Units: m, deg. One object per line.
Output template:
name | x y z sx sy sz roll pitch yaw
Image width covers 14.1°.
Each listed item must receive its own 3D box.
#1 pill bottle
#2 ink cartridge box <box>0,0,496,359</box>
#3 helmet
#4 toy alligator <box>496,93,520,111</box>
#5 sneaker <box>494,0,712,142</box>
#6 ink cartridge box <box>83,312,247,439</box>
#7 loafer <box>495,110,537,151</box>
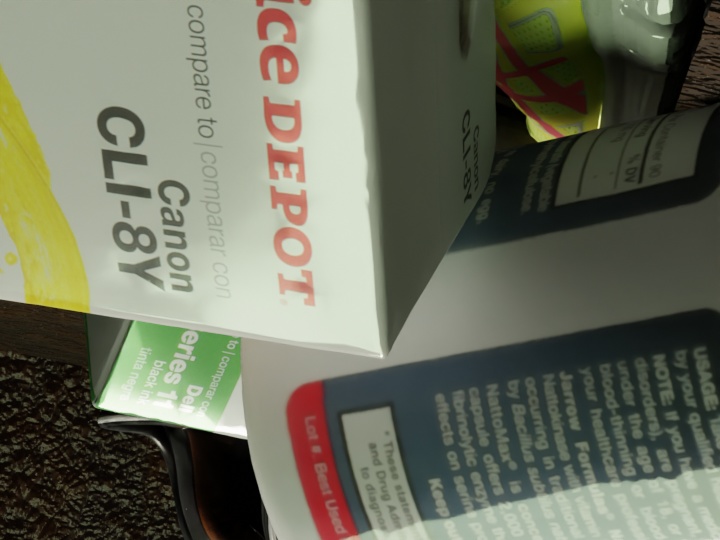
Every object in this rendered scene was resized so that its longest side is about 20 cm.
pill bottle | 0.083 0.021 0.713 0.200 0.120 0.120 -11 163 26
ink cartridge box | -0.077 -0.072 0.649 0.200 0.083 0.145 8 127 16
helmet | -0.036 0.073 1.578 0.200 0.191 0.200 -25 -174 3
toy alligator | -0.008 -0.073 0.952 0.200 0.054 0.059 1 173 11
sneaker | 0.048 -0.080 0.757 0.090 0.078 0.200 17 167 7
ink cartridge box | 0.000 0.000 1.106 0.200 0.083 0.147 13 -147 -17
loafer | 0.025 -0.009 0.934 0.073 0.071 0.200 6 172 -25
